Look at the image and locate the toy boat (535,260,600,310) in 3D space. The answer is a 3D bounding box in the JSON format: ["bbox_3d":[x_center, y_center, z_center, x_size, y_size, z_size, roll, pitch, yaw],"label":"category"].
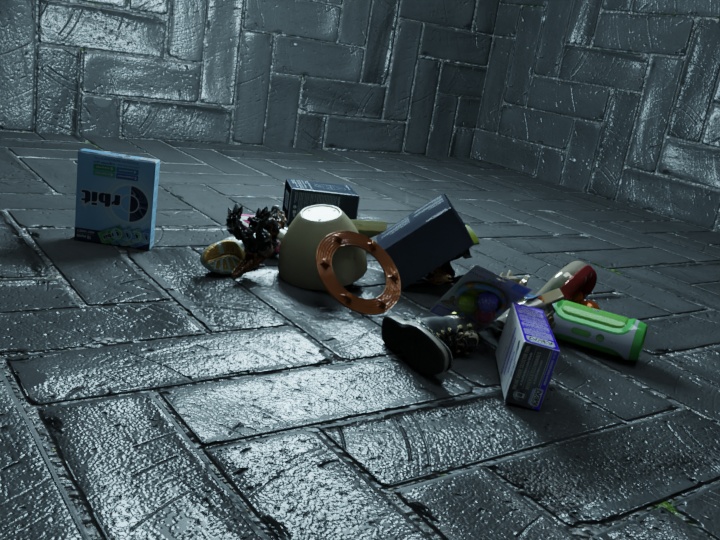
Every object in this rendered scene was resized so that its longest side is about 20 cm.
[{"bbox_3d":[0.477,0.063,1.676,0.131,0.131,0.200,47,29,13],"label":"toy boat"}]

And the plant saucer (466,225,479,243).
[{"bbox_3d":[0.227,-0.120,2.235,0.200,0.048,0.200,20,20,33],"label":"plant saucer"}]

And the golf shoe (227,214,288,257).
[{"bbox_3d":[-0.240,-0.095,1.830,0.200,0.073,0.092,27,43,32],"label":"golf shoe"}]

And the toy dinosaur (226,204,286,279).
[{"bbox_3d":[-0.216,-0.068,1.613,0.102,0.136,0.200,-10,46,13],"label":"toy dinosaur"}]

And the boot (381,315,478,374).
[{"bbox_3d":[0.143,0.124,1.330,0.150,0.073,0.200,0,10,-28],"label":"boot"}]

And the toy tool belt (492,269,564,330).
[{"bbox_3d":[0.310,0.061,1.515,0.125,0.123,0.200,39,-4,-35],"label":"toy tool belt"}]

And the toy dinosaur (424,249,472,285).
[{"bbox_3d":[0.199,0.004,1.773,0.135,0.102,0.200,-14,32,2],"label":"toy dinosaur"}]

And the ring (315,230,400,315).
[{"bbox_3d":[0.000,0.000,1.544,0.200,0.019,0.201,19,48,-23],"label":"ring"}]

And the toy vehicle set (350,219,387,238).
[{"bbox_3d":[-0.045,-0.109,1.997,0.199,0.027,0.124,1,-9,-26],"label":"toy vehicle set"}]

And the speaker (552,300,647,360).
[{"bbox_3d":[0.462,0.115,1.507,0.200,0.089,0.088,16,18,24],"label":"speaker"}]

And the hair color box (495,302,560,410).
[{"bbox_3d":[0.279,0.140,1.277,0.065,0.110,0.200,15,17,3],"label":"hair color box"}]

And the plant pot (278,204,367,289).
[{"bbox_3d":[-0.085,-0.065,1.648,0.200,0.135,0.200,-1,29,1],"label":"plant pot"}]

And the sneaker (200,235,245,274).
[{"bbox_3d":[-0.291,-0.033,1.659,0.087,0.076,0.200,-7,8,32],"label":"sneaker"}]

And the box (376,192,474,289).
[{"bbox_3d":[0.144,-0.070,1.746,0.200,0.104,0.182,-33,12,11],"label":"box"}]

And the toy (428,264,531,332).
[{"bbox_3d":[0.215,0.071,1.406,0.115,0.047,0.200,23,-31,-11],"label":"toy"}]

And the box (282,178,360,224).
[{"bbox_3d":[-0.117,-0.192,2.188,0.199,0.107,0.148,4,17,-13],"label":"box"}]

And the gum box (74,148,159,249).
[{"bbox_3d":[-0.541,-0.157,1.675,0.169,0.201,0.045,8,17,-4],"label":"gum box"}]
